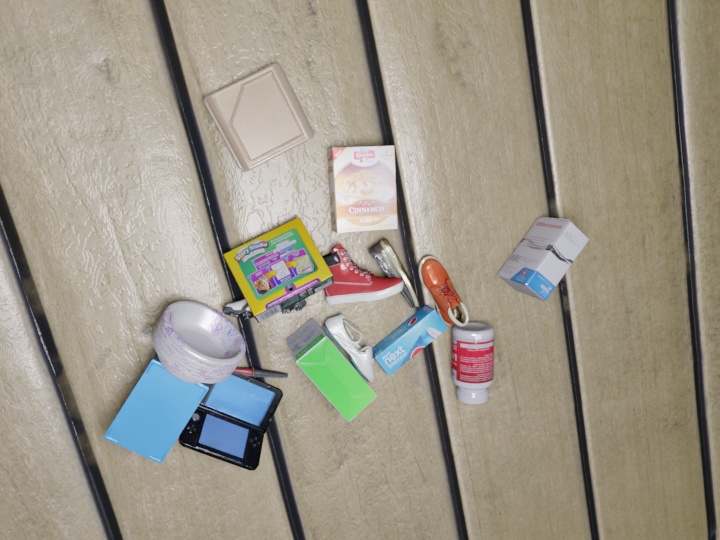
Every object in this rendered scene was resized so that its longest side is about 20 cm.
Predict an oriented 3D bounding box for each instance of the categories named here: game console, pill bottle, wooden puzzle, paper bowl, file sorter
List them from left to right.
[{"bbox_3d":[-0.460,0.303,1.230,0.139,0.123,0.200,33,89,-17],"label":"file sorter"},{"bbox_3d":[-0.367,0.170,1.195,0.200,0.201,0.104,33,107,-17],"label":"paper bowl"},{"bbox_3d":[-0.304,0.351,1.288,0.200,0.176,0.117,27,119,-17],"label":"game console"},{"bbox_3d":[-0.231,-0.351,1.237,0.200,0.037,0.185,-31,105,-13],"label":"wooden puzzle"},{"bbox_3d":[0.300,0.245,1.432,0.112,0.112,0.201,-4,100,-14],"label":"pill bottle"}]

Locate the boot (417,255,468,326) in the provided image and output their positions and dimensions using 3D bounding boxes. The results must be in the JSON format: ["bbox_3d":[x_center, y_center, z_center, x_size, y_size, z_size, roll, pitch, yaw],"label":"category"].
[{"bbox_3d":[0.219,0.054,1.384,0.075,0.107,0.200,-30,104,-7],"label":"boot"}]

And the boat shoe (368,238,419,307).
[{"bbox_3d":[0.086,0.014,1.365,0.065,0.073,0.200,-28,104,6],"label":"boat shoe"}]

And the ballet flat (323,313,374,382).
[{"bbox_3d":[-0.011,0.193,1.353,0.069,0.069,0.200,-38,97,-6],"label":"ballet flat"}]

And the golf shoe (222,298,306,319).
[{"bbox_3d":[-0.232,0.063,1.290,0.199,0.078,0.095,-8,79,-12],"label":"golf shoe"}]

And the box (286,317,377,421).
[{"bbox_3d":[-0.076,0.236,1.295,0.097,0.176,0.200,-40,106,-6],"label":"box"}]

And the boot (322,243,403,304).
[{"bbox_3d":[0.000,0.000,1.309,0.199,0.072,0.145,-7,99,12],"label":"boot"}]

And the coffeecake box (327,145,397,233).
[{"bbox_3d":[0.005,-0.198,1.302,0.153,0.073,0.201,-5,100,-13],"label":"coffeecake box"}]

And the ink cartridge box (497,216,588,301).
[{"bbox_3d":[0.480,-0.035,1.419,0.084,0.145,0.200,36,89,-19],"label":"ink cartridge box"}]

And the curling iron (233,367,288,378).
[{"bbox_3d":[-0.272,0.239,1.318,0.199,0.026,0.050,18,78,-19],"label":"curling iron"}]

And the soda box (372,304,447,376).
[{"bbox_3d":[0.124,0.180,1.400,0.200,0.064,0.068,-38,106,-6],"label":"soda box"}]

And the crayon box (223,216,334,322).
[{"bbox_3d":[-0.189,-0.004,1.246,0.200,0.058,0.173,-27,70,-10],"label":"crayon box"}]
